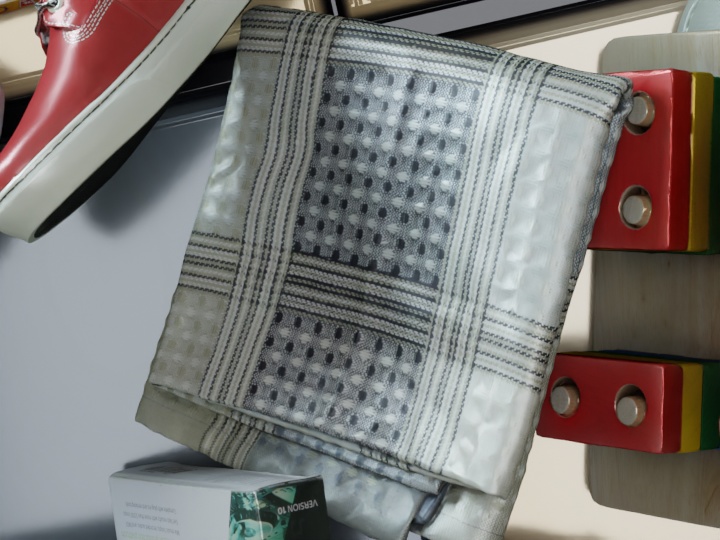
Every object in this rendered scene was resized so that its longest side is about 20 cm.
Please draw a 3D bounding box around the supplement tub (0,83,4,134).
[{"bbox_3d":[-0.258,-0.073,0.752,0.199,0.123,0.123,29,92,2],"label":"supplement tub"}]

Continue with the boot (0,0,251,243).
[{"bbox_3d":[-0.125,-0.120,0.737,0.144,0.072,0.200,38,64,-10],"label":"boot"}]

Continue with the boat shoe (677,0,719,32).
[{"bbox_3d":[0.182,-0.027,0.769,0.060,0.075,0.201,-2,81,-35],"label":"boat shoe"}]

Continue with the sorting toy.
[{"bbox_3d":[0.151,0.004,0.702,0.069,0.198,0.201,1,92,-39],"label":"sorting toy"}]

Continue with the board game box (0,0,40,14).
[{"bbox_3d":[-0.181,-0.211,0.795,0.095,0.030,0.201,-15,89,2],"label":"board game box"}]

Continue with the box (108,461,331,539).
[{"bbox_3d":[-0.048,0.181,0.743,0.036,0.144,0.201,-10,91,-30],"label":"box"}]

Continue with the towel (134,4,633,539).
[{"bbox_3d":[0.000,0.000,0.745,0.192,0.034,0.201,17,93,32],"label":"towel"}]
